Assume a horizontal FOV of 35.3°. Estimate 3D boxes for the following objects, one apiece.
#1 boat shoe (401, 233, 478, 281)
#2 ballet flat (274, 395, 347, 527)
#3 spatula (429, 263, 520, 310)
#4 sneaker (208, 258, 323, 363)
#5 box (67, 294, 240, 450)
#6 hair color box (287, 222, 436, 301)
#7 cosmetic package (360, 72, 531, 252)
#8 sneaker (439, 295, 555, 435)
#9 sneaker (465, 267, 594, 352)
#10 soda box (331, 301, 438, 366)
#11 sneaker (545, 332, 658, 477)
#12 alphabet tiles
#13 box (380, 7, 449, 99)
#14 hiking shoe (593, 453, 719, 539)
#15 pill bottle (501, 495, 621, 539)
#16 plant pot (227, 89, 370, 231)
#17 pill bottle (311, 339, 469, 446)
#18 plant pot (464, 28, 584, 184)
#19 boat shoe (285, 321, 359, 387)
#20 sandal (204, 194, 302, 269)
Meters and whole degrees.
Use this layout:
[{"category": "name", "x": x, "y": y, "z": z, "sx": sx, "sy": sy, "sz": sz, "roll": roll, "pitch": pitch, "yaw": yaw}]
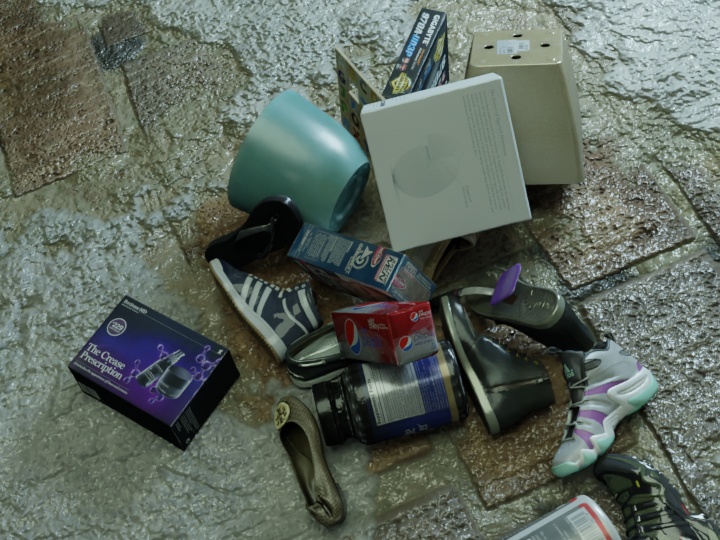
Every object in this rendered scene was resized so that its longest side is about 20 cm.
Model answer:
[{"category": "boat shoe", "x": 0.144, "y": -0.056, "z": 1.695, "sx": 0.069, "sy": 0.074, "sz": 0.200, "roll": 37, "pitch": 73, "yaw": 21}, {"category": "ballet flat", "x": -0.076, "y": 0.254, "z": 1.516, "sx": 0.046, "sy": 0.068, "sz": 0.201, "roll": -1, "pitch": 51, "yaw": -36}, {"category": "spatula", "x": 0.156, "y": 0.031, "z": 1.586, "sx": 0.199, "sy": 0.020, "sz": 0.057, "roll": -16, "pitch": 43, "yaw": 50}, {"category": "sneaker", "x": -0.135, "y": 0.036, "z": 1.674, "sx": 0.108, "sy": 0.070, "sz": 0.200, "roll": -36, "pitch": 62, "yaw": -12}, {"category": "box", "x": -0.296, "y": 0.144, "z": 1.626, "sx": 0.198, "sy": 0.079, "sz": 0.142, "roll": 24, "pitch": 60, "yaw": 24}, {"category": "hair color box", "x": 0.000, "y": 0.000, "z": 1.622, "sx": 0.199, "sy": 0.100, "sz": 0.061, "roll": 19, "pitch": 76, "yaw": 40}, {"category": "cosmetic package", "x": 0.119, "y": -0.153, "z": 1.586, "sx": 0.197, "sy": 0.202, "sz": 0.123, "roll": -13, "pitch": 12, "yaw": 5}, {"category": "sneaker", "x": 0.184, "y": 0.114, "z": 1.552, "sx": 0.105, "sy": 0.075, "sz": 0.202, "roll": -22, "pitch": 75, "yaw": -5}, {"category": "sneaker", "x": 0.233, "y": 0.065, "z": 1.591, "sx": 0.075, "sy": 0.106, "sz": 0.199, "roll": -53, "pitch": 33, "yaw": -7}, {"category": "soda box", "x": 0.029, "y": 0.080, "z": 1.493, "sx": 0.063, "sy": 0.200, "sz": 0.071, "roll": -14, "pitch": 95, "yaw": -22}, {"category": "sneaker", "x": 0.284, "y": 0.163, "z": 1.482, "sx": 0.200, "sy": 0.078, "sz": 0.140, "roll": -41, "pitch": 90, "yaw": -28}, {"category": "alphabet tiles", "x": 0.017, "y": -0.231, "z": 1.772, "sx": 0.007, "sy": 0.168, "sz": 0.201, "roll": -26, "pitch": 56, "yaw": -17}, {"category": "box", "x": 0.090, "y": -0.291, "z": 1.805, "sx": 0.045, "sy": 0.160, "sz": 0.202, "roll": 14, "pitch": 59, "yaw": 16}, {"category": "hiking shoe", "x": 0.355, "y": 0.312, "z": 1.397, "sx": 0.100, "sy": 0.076, "sz": 0.200, "roll": -38, "pitch": 59, "yaw": -20}, {"category": "pill bottle", "x": 0.214, "y": 0.367, "z": 1.360, "sx": 0.198, "sy": 0.114, "sz": 0.114, "roll": -27, "pitch": 55, "yaw": -9}, {"category": "plant pot", "x": -0.081, "y": -0.147, "z": 1.723, "sx": 0.160, "sy": 0.201, "sz": 0.201, "roll": 29, "pitch": 64, "yaw": 11}, {"category": "pill bottle", "x": 0.039, "y": 0.170, "z": 1.527, "sx": 0.197, "sy": 0.112, "sz": 0.113, "roll": -15, "pitch": 54, "yaw": 0}, {"category": "plant pot", "x": 0.238, "y": -0.256, "z": 1.707, "sx": 0.197, "sy": 0.179, "sz": 0.201, "roll": 1, "pitch": 33, "yaw": 10}, {"category": "boat shoe", "x": -0.014, "y": 0.101, "z": 1.614, "sx": 0.198, "sy": 0.061, "sz": 0.076, "roll": -29, "pitch": 51, "yaw": -12}, {"category": "sandal", "x": -0.158, "y": -0.043, "z": 1.685, "sx": 0.199, "sy": 0.076, "sz": 0.043, "roll": -35, "pitch": 22, "yaw": 37}]
